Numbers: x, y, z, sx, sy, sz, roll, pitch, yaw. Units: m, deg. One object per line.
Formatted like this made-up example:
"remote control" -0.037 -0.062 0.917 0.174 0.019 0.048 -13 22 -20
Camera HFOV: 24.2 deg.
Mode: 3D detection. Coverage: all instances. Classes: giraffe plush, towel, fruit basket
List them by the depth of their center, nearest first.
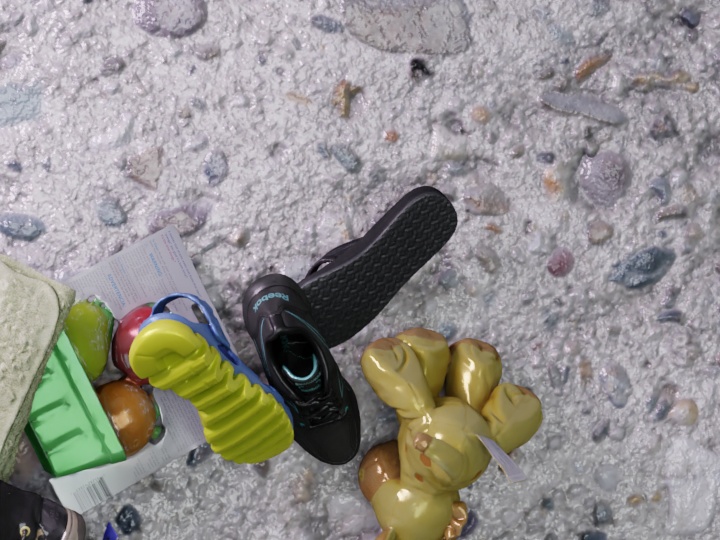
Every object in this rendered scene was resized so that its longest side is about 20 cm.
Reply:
"towel" -0.331 0.080 1.368 0.147 0.036 0.202 21 89 0
"fruit basket" -0.209 0.086 1.459 0.199 0.094 0.187 -30 99 -25
"giraffe plush" 0.063 0.172 1.489 0.171 0.201 0.163 10 125 -26

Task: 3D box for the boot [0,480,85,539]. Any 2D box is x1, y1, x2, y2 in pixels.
"boot" -0.329 0.240 1.320 0.200 0.073 0.150 -49 122 -2

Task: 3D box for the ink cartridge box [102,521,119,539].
"ink cartridge box" -0.266 0.305 1.416 0.200 0.136 0.076 -44 108 -7

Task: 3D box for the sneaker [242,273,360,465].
"sneaker" -0.050 0.102 1.463 0.075 0.079 0.201 -26 120 -1

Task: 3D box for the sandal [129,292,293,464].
"sandal" -0.121 0.087 1.427 0.079 0.088 0.200 -25 129 14

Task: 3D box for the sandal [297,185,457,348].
"sandal" 0.001 0.000 1.504 0.200 0.048 0.076 -38 120 -2
